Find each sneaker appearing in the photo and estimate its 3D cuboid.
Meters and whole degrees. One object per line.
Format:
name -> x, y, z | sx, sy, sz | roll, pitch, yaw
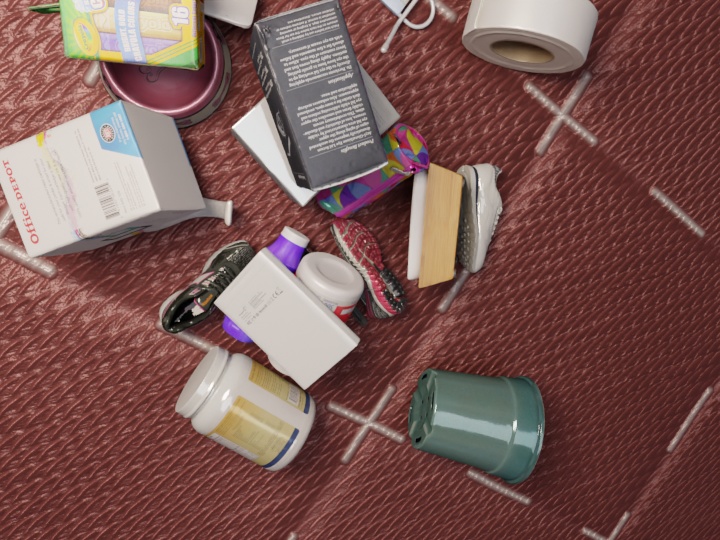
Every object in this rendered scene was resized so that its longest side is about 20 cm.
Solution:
sneaker -> 0.000, 0.000, 0.929 | 0.075, 0.081, 0.200 | -24, 98, 37
sneaker -> -0.245, 0.037, 0.865 | 0.200, 0.086, 0.080 | -46, 110, -2
sneaker -> 0.223, -0.094, 0.965 | 0.080, 0.076, 0.201 | -6, 104, -22

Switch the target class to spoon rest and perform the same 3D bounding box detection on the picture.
spoon rest -> -0.301, -0.105, 0.845 | 0.199, 0.061, 0.100 | 8, 99, -2

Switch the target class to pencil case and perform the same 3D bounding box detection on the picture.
pencil case -> 0.017, -0.154, 0.839 | 0.200, 0.088, 0.088 | -27, 113, 39

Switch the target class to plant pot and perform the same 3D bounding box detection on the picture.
plant pot -> 0.204, 0.276, 0.982 | 0.196, 0.200, 0.201 | 15, 98, -9

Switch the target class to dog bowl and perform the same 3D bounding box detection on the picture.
dog bowl -> -0.295, -0.316, 0.786 | 0.200, 0.074, 0.201 | -3, 103, -14

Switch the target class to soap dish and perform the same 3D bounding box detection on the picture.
soap dish -> 0.131, -0.081, 0.896 | 0.081, 0.157, 0.201 | 6, 101, 10

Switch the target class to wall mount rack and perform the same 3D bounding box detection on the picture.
wall mount rack -> 0.034, -0.452, 0.838 | 0.200, 0.075, 0.174 | 36, 91, -17

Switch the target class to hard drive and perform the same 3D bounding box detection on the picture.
hard drive -> -0.115, 0.078, 0.811 | 0.200, 0.027, 0.132 | 45, 117, -4

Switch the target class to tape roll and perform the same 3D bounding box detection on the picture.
tape roll -> 0.268, -0.386, 0.845 | 0.202, 0.202, 0.071 | 12, 99, -16

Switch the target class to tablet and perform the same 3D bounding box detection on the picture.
tablet -> -0.249, -0.426, 0.764 | 0.200, 0.014, 0.130 | 13, 56, -17

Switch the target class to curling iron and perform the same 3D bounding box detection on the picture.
curling iron -> -0.056, 0.029, 0.943 | 0.050, 0.026, 0.200 | -43, 108, 5

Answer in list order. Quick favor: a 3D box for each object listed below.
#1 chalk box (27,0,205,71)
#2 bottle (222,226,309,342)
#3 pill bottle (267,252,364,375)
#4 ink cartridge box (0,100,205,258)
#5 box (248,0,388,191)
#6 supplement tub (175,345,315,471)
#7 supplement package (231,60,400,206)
chalk box -> -0.304, -0.331, 0.667 | 0.199, 0.124, 0.124 | 2, 113, -13
bottle -> -0.154, 0.023, 0.879 | 0.065, 0.084, 0.200 | 32, 98, 9
pill bottle -> -0.083, 0.078, 0.880 | 0.112, 0.112, 0.200 | 19, 119, -17
ink cartridge box -> -0.357, -0.121, 0.735 | 0.200, 0.146, 0.147 | -18, 95, 9
box -> -0.058, -0.212, 0.670 | 0.104, 0.148, 0.200 | -22, 106, -9
supplement tub -> -0.192, 0.231, 0.889 | 0.200, 0.144, 0.145 | 36, 91, -18
supplement package -> -0.077, -0.227, 0.818 | 0.200, 0.151, 0.152 | -43, 108, -3
